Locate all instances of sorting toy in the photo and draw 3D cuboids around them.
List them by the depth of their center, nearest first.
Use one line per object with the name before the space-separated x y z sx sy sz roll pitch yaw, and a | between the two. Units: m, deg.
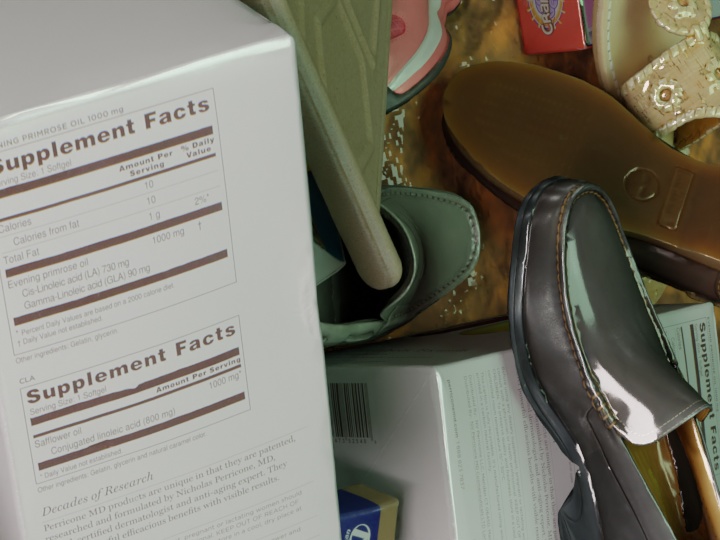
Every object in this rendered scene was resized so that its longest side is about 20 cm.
sorting toy | -0.025 -0.119 0.875 0.185 0.036 0.200 66 17 -48

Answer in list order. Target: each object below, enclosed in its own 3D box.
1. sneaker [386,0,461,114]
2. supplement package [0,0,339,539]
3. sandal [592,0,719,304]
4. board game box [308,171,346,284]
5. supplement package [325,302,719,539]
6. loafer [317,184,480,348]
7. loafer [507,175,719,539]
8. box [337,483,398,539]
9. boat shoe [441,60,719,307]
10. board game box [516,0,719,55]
sneaker | 0.002 -0.136 1.049 0.087 0.074 0.200 48 49 -21
supplement package | -0.085 0.010 0.759 0.109 0.114 0.200 -19 122 -23
sandal | 0.160 -0.076 1.151 0.078 0.070 0.212 -18 118 -44
board game box | -0.102 -0.082 0.883 0.200 0.064 0.148 35 29 -40
supplement package | 0.064 0.081 1.057 0.200 0.114 0.110 -11 96 -47
loafer | 0.000 0.000 1.017 0.200 0.070 0.070 -22 99 -53
loafer | 0.116 0.056 0.978 0.073 0.072 0.201 -27 106 -42
box | -0.071 0.155 0.894 0.200 0.032 0.122 -5 106 -41
boat shoe | 0.127 -0.030 1.107 0.070 0.200 0.070 -58 169 -21
board game box | 0.150 -0.200 1.210 0.200 0.040 0.153 -15 99 -45
